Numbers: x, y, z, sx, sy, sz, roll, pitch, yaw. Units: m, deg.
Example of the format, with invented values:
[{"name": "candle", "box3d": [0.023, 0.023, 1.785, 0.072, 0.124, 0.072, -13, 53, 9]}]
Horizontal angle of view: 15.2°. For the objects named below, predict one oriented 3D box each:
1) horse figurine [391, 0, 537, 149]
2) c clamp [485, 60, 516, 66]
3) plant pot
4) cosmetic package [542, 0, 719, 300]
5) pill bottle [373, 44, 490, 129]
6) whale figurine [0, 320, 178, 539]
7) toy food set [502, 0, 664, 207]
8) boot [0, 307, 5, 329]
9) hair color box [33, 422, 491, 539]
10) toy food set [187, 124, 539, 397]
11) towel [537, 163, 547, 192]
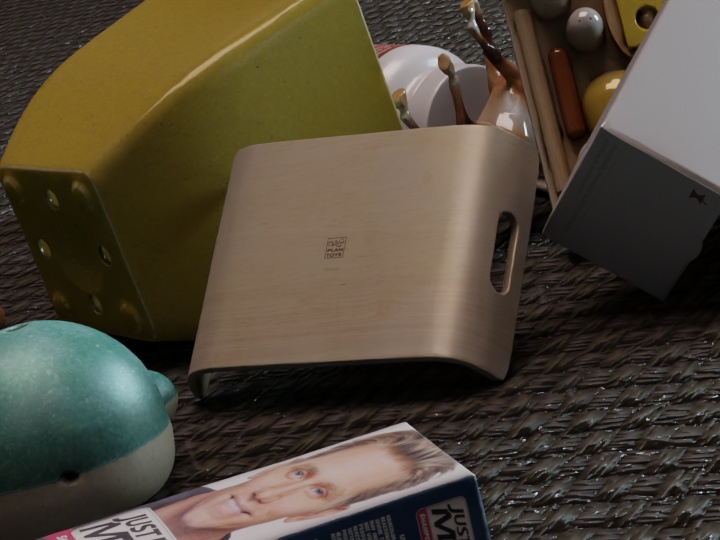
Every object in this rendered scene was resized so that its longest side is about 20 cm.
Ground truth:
[{"name": "horse figurine", "box3d": [0.085, -0.097, 1.711, 0.050, 0.133, 0.200, -20, 27, 33]}, {"name": "c clamp", "box3d": [0.175, -0.144, 1.935, 0.199, 0.027, 0.171, 3, 10, 23]}, {"name": "plant pot", "box3d": [-0.103, -0.055, 1.673, 0.200, 0.195, 0.195, -33, 23, -31]}, {"name": "cosmetic package", "box3d": [0.188, -0.095, 1.526, 0.085, 0.108, 0.200, 30, 51, 3]}, {"name": "pill bottle", "box3d": [0.016, -0.101, 1.866, 0.112, 0.113, 0.200, -23, 17, -33]}, {"name": "whale figurine", "box3d": [-0.174, 0.071, 1.401, 0.158, 0.104, 0.200, -17, 15, -13]}, {"name": "toy food set", "box3d": [0.171, -0.124, 1.650, 0.143, 0.201, 0.060, -13, -12, 2]}, {"name": "boot", "box3d": [-0.317, 0.040, 1.761, 0.199, 0.074, 0.075, 2, 2, 35]}, {"name": "hair color box", "box3d": [-0.051, 0.130, 1.154, 0.199, 0.061, 0.100, -16, 15, -14]}, {"name": "toy food set", "box3d": [0.000, 0.000, 1.507, 0.199, 0.060, 0.144, -4, 61, 29]}, {"name": "towel", "box3d": [0.174, -0.085, 1.824, 0.132, 0.035, 0.200, -17, 14, -19]}]
